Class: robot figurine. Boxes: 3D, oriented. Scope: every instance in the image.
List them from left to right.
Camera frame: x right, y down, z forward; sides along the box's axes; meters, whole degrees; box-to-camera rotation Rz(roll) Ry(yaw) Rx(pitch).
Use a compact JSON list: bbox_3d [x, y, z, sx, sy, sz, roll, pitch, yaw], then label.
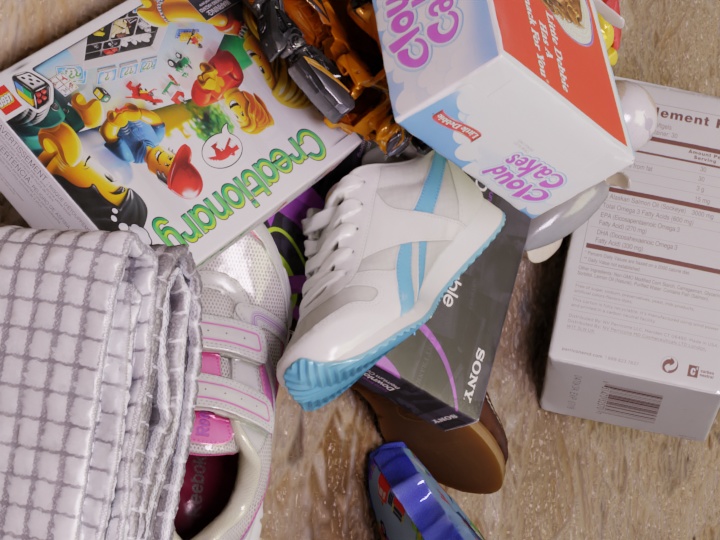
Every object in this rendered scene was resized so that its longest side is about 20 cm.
[{"bbox_3d":[-0.019,-0.147,1.296,0.145,0.058,0.200,13,43,-59],"label":"robot figurine"}]

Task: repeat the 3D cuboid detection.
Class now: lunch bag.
[{"bbox_3d":[0.060,0.197,1.454,0.200,0.094,0.151,63,-4,-27],"label":"lunch bag"}]

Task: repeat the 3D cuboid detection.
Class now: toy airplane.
[{"bbox_3d":[0.105,-0.095,1.512,0.200,0.141,0.200,-11,115,-68],"label":"toy airplane"}]

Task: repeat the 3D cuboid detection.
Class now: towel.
[{"bbox_3d":[-0.156,0.082,1.066,0.086,0.165,0.201,21,73,-64],"label":"towel"}]

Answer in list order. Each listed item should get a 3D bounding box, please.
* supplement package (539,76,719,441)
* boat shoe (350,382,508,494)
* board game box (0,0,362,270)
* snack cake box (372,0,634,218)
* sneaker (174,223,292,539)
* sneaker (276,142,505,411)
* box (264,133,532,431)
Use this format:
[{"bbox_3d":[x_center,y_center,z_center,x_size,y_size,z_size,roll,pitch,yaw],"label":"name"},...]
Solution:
[{"bbox_3d":[0.194,-0.007,1.658,0.117,0.117,0.201,85,17,-70],"label":"supplement package"},{"bbox_3d":[0.036,0.058,1.474,0.200,0.070,0.071,53,44,-45],"label":"boat shoe"},{"bbox_3d":[-0.095,-0.066,1.222,0.126,0.035,0.200,49,39,1],"label":"board game box"},{"bbox_3d":[0.062,-0.139,1.271,0.115,0.067,0.201,35,35,-43],"label":"snack cake box"},{"bbox_3d":[-0.073,0.061,1.252,0.088,0.081,0.201,-164,-106,-87],"label":"sneaker"},{"bbox_3d":[0.000,0.000,1.290,0.081,0.076,0.200,46,36,-5],"label":"sneaker"},{"bbox_3d":[0.001,-0.019,1.373,0.200,0.036,0.143,31,62,-30],"label":"box"}]
